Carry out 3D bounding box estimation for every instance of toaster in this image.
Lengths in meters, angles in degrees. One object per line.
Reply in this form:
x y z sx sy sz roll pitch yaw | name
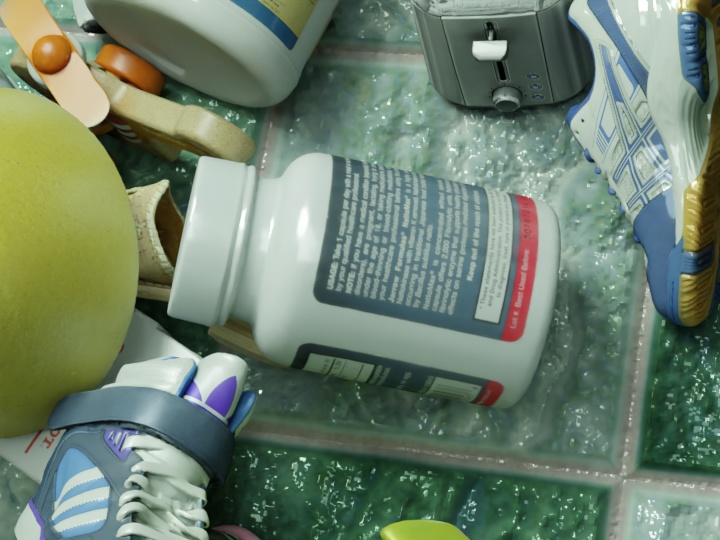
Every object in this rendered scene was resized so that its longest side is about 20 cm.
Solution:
0.087 -0.204 1.044 0.113 0.129 0.201 1 71 12 | toaster

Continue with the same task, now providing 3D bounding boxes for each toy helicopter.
-0.139 -0.102 1.033 0.200 0.132 0.079 22 76 42 | toy helicopter

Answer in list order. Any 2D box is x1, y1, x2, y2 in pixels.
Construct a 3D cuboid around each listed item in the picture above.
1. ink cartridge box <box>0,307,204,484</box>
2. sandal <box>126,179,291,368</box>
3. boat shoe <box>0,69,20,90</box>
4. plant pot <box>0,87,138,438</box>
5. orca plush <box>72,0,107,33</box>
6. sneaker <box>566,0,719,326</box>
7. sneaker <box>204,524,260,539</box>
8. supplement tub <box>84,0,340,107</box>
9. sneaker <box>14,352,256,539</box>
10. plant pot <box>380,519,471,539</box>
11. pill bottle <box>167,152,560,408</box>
-0.186 0.059 1.046 0.200 0.068 0.115 32 81 22 | ink cartridge box
-0.115 -0.018 1.027 0.211 0.078 0.070 24 110 1 | sandal
-0.240 -0.094 1.067 0.070 0.072 0.201 -25 35 -19 | boat shoe
-0.241 -0.004 0.937 0.199 0.142 0.201 0 90 25 | plant pot
-0.154 -0.245 1.166 0.105 0.071 0.201 -48 44 43 | orca plush
0.164 -0.069 0.989 0.088 0.075 0.201 1 101 30 | sneaker
-0.124 0.224 0.960 0.079 0.095 0.201 26 80 18 | sneaker
-0.066 -0.218 1.076 0.144 0.145 0.201 22 77 19 | supplement tub
-0.102 0.107 0.888 0.147 0.080 0.200 -56 25 -4 | sneaker
0.033 0.248 0.864 0.181 0.199 0.200 -41 67 -10 | plant pot
0.000 0.000 0.963 0.199 0.120 0.120 12 72 -7 | pill bottle
